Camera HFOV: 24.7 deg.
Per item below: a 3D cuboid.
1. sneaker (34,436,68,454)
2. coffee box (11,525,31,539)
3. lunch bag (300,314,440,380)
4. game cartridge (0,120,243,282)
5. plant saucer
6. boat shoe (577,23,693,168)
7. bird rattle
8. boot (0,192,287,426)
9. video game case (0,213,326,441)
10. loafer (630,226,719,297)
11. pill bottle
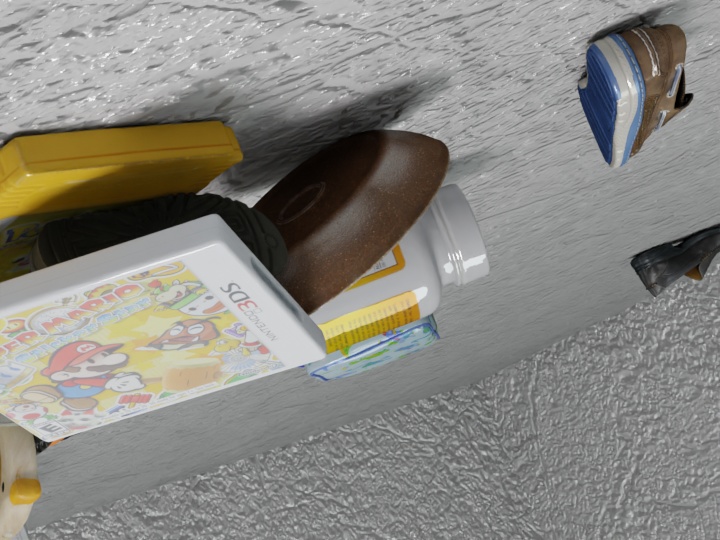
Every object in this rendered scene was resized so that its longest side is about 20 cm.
[{"bbox_3d":[-0.267,0.119,1.634,0.200,0.070,0.090,-26,-175,30],"label":"sneaker"},{"bbox_3d":[-0.517,0.375,2.090,0.199,0.200,0.198,-20,171,-14],"label":"coffee box"},{"bbox_3d":[0.004,0.068,1.870,0.160,0.083,0.200,-23,171,4],"label":"lunch bag"},{"bbox_3d":[-0.189,-0.032,0.993,0.200,0.033,0.176,-28,169,40],"label":"game cartridge"},{"bbox_3d":[-0.031,-0.034,1.101,0.200,0.037,0.201,-35,-160,15],"label":"plant saucer"},{"bbox_3d":[0.208,-0.128,1.216,0.072,0.072,0.200,-23,171,1],"label":"boat shoe"},{"bbox_3d":[-0.330,0.158,1.426,0.112,0.164,0.200,13,140,-42],"label":"bird rattle"},{"bbox_3d":[-0.161,0.033,1.050,0.181,0.073,0.200,-2,146,-29],"label":"boot"},{"bbox_3d":[-0.141,0.041,0.975,0.199,0.023,0.182,-17,152,11],"label":"video game case"},{"bbox_3d":[0.531,-0.016,2.631,0.199,0.073,0.073,-20,170,-14],"label":"loafer"},{"bbox_3d":[0.000,0.000,1.362,0.199,0.111,0.111,-21,171,-5],"label":"pill bottle"}]
